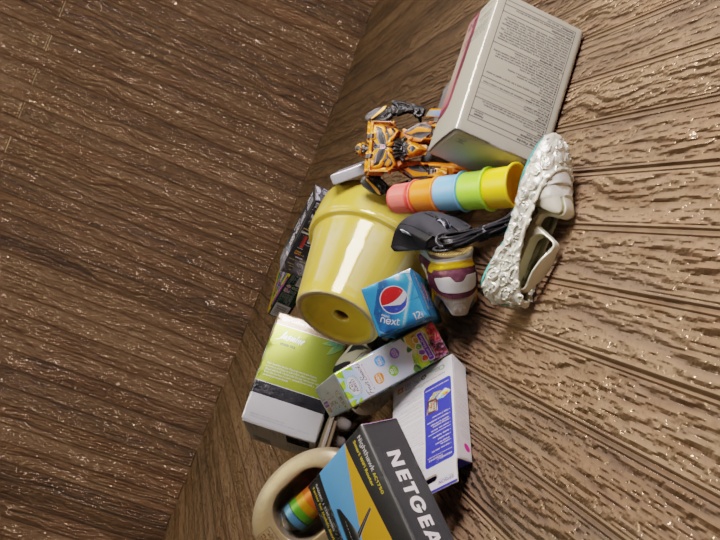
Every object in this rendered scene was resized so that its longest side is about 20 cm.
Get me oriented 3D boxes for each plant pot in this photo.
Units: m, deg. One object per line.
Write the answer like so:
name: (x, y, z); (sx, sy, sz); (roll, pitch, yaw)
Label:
plant pot: (0.000, 0.000, 1.311); (0.201, 0.200, 0.189); (-49, 14, 56)

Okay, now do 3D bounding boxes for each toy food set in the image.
toy food set: (-0.045, 0.310, 1.397); (0.144, 0.060, 0.201); (113, 176, -72)

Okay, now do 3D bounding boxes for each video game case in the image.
video game case: (0.028, -0.168, 1.364); (0.200, 0.142, 0.018); (-75, -35, -82)

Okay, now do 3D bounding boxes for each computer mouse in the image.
computer mouse: (0.122, -0.059, 1.106); (0.200, 0.140, 0.046); (-173, 70, -73)

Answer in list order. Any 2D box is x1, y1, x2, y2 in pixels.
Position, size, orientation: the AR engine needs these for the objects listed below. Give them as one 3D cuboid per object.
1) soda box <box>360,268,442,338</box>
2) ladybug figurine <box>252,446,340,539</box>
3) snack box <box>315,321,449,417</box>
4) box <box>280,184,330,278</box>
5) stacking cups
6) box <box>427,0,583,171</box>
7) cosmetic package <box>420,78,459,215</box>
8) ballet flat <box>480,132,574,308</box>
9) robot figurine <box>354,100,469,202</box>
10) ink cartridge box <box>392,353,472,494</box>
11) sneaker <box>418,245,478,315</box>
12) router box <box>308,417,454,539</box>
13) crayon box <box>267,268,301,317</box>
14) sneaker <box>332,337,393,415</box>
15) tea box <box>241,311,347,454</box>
soda box: (0.057, 0.046, 1.128); (0.200, 0.068, 0.064); (28, -141, -79)
ladybug figurine: (-0.069, 0.333, 1.263); (0.200, 0.136, 0.072); (-40, -10, 10)
snack box: (0.022, 0.134, 1.156); (0.142, 0.053, 0.200); (-28, -7, -15)
box: (-0.018, -0.038, 1.510); (0.050, 0.199, 0.158); (-94, 28, -54)
stacking cups: (0.123, -0.099, 1.143); (0.199, 0.060, 0.061); (-4, 61, 45)
box: (0.187, -0.231, 1.141); (0.109, 0.127, 0.201); (154, 137, -73)
cosmetic package: (0.150, -0.195, 1.332); (0.107, 0.090, 0.201); (140, 147, -72)
ballet flat: (0.199, -0.048, 0.967); (0.072, 0.071, 0.201); (-135, 66, -76)
robot figurine: (0.090, -0.167, 1.228); (0.058, 0.199, 0.146); (24, -111, -84)
ink cartridge box: (0.080, 0.191, 1.018); (0.095, 0.037, 0.200); (-34, 26, 25)
sneaker: (0.115, 0.011, 1.162); (0.200, 0.075, 0.091); (-41, -54, -83)
router box: (0.028, 0.277, 0.914); (0.149, 0.051, 0.200); (-56, 51, 42)
crayon box: (-0.186, 0.010, 2.452); (0.173, 0.058, 0.200); (-79, 17, -45)
sneaker: (0.004, 0.166, 1.353); (0.200, 0.079, 0.130); (-81, 17, -46)
tea box: (-0.110, 0.206, 1.544); (0.200, 0.133, 0.197); (100, -172, -70)
